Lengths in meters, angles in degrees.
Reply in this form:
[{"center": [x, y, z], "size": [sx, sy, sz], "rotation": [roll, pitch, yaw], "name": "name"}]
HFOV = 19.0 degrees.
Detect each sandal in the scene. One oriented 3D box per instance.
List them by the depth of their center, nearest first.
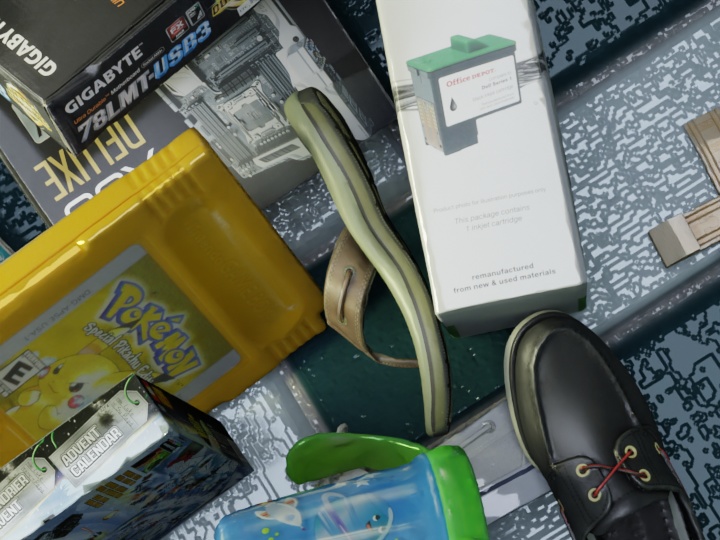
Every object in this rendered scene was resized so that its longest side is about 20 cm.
[{"center": [0.000, -0.001, 1.163], "size": [0.057, 0.080, 0.201], "rotation": [-26, 86, 3], "name": "sandal"}]

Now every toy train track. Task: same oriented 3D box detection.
[{"center": [0.255, -0.058, 1.199], "size": [0.200, 0.033, 0.115], "rotation": [-27, 82, 1], "name": "toy train track"}]

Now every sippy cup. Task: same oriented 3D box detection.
[{"center": [-0.004, 0.162, 1.071], "size": [0.130, 0.178, 0.140], "rotation": [-6, 97, -5], "name": "sippy cup"}]

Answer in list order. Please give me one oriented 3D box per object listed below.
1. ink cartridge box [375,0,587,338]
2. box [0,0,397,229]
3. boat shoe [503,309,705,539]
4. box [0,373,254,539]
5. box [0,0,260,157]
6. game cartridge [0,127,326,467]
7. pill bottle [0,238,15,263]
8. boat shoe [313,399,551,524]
[{"center": [0.066, -0.074, 1.164], "size": [0.084, 0.146, 0.201], "rotation": [-12, 82, 4], "name": "ink cartridge box"}, {"center": [-0.103, -0.095, 1.201], "size": [0.200, 0.050, 0.158], "rotation": [-34, 93, -9], "name": "box"}, {"center": [0.138, 0.115, 1.146], "size": [0.074, 0.063, 0.202], "rotation": [-24, 100, -10], "name": "boat shoe"}, {"center": [-0.140, 0.121, 1.135], "size": [0.137, 0.200, 0.040], "rotation": [-36, 76, 0], "name": "box"}, {"center": [-0.140, -0.180, 1.157], "size": [0.198, 0.050, 0.200], "rotation": [-40, 51, -14], "name": "box"}, {"center": [-0.127, 0.035, 1.162], "size": [0.200, 0.176, 0.032], "rotation": [-35, 50, 2], "name": "game cartridge"}, {"center": [-0.273, -0.011, 1.209], "size": [0.200, 0.111, 0.111], "rotation": [44, 89, 9], "name": "pill bottle"}, {"center": [0.003, 0.127, 1.183], "size": [0.202, 0.075, 0.086], "rotation": [-27, 82, -1], "name": "boat shoe"}]
